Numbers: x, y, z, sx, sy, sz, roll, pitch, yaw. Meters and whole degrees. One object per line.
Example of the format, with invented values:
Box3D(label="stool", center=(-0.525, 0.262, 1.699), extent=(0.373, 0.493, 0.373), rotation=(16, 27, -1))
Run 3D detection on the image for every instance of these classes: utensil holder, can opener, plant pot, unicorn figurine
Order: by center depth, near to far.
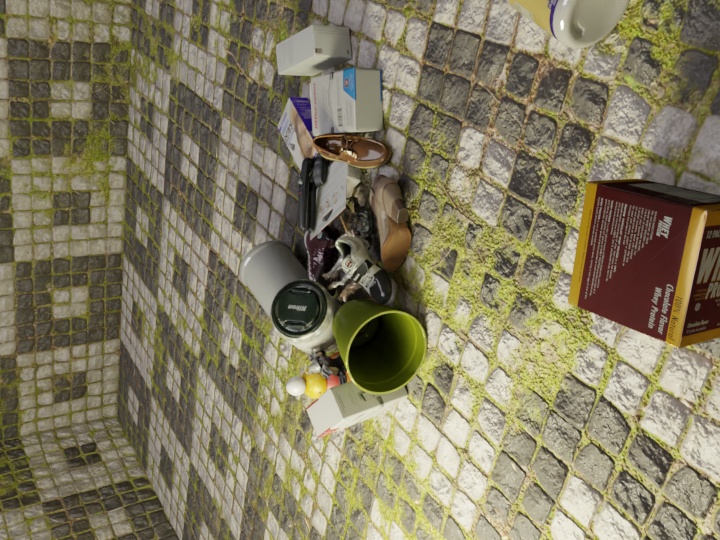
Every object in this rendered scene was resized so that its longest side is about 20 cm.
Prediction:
Box3D(label="plant pot", center=(0.025, 0.156, 1.716), extent=(0.193, 0.199, 0.202), rotation=(-141, 52, -62))
Box3D(label="unicorn figurine", center=(-0.034, -0.014, 1.829), extent=(0.137, 0.074, 0.200), rotation=(-43, 54, 11))
Box3D(label="can opener", center=(-0.134, -0.195, 1.867), extent=(0.079, 0.063, 0.201), rotation=(-15, 63, 61))
Box3D(label="utensil holder", center=(-0.224, 0.039, 2.066), extent=(0.200, 0.169, 0.171), rotation=(48, 133, 37))

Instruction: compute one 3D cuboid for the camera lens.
Box3D(label="camera lens", center=(-0.127, 0.121, 1.846), extent=(0.161, 0.159, 0.200), rotation=(66, -174, 24))

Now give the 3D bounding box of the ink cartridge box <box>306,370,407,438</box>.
Box3D(label="ink cartridge box", center=(-0.008, 0.316, 1.756), extent=(0.147, 0.199, 0.083), rotation=(-46, 64, 49))

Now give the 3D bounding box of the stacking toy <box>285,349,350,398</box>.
Box3D(label="stacking toy", center=(-0.106, 0.291, 1.904), extent=(0.146, 0.199, 0.147), rotation=(16, 110, 54))

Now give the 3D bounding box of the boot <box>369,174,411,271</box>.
Box3D(label="boot", center=(0.061, -0.119, 1.708), extent=(0.146, 0.070, 0.201), rotation=(-123, 36, -46))

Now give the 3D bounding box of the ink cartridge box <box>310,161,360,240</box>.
Box3D(label="ink cartridge box", center=(-0.063, -0.187, 1.841), extent=(0.200, 0.043, 0.175), rotation=(-37, 46, 53))

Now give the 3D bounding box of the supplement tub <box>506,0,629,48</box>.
Box3D(label="supplement tub", center=(0.318, -0.466, 1.174), extent=(0.200, 0.145, 0.146), rotation=(53, 136, 36))

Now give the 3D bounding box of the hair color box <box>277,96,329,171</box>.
Box3D(label="hair color box", center=(-0.148, -0.360, 1.969), extent=(0.201, 0.064, 0.110), rotation=(60, 140, 28))

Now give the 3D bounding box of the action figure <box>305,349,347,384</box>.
Box3D(label="action figure", center=(-0.048, 0.233, 1.805), extent=(0.130, 0.199, 0.070), rotation=(51, 136, 40))

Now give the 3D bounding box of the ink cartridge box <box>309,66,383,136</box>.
Box3D(label="ink cartridge box", center=(-0.036, -0.405, 1.771), extent=(0.200, 0.084, 0.147), rotation=(11, 105, 56))

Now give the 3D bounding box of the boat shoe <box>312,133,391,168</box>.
Box3D(label="boat shoe", center=(-0.025, -0.287, 1.733), extent=(0.199, 0.067, 0.073), rotation=(12, 90, 26))

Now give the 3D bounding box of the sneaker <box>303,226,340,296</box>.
Box3D(label="sneaker", center=(-0.090, -0.035, 1.935), extent=(0.115, 0.075, 0.201), rotation=(-33, 68, 50))

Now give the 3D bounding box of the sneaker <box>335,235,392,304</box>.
Box3D(label="sneaker", center=(0.000, 0.000, 1.709), extent=(0.074, 0.088, 0.200), rotation=(-56, 51, 31))

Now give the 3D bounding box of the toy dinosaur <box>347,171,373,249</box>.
Box3D(label="toy dinosaur", center=(0.003, -0.143, 1.803), extent=(0.088, 0.047, 0.201), rotation=(13, 104, 51))

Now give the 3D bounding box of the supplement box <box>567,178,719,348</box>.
Box3D(label="supplement box", center=(0.442, -0.019, 1.084), extent=(0.200, 0.132, 0.199), rotation=(26, 117, 52))

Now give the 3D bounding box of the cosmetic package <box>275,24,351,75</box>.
Box3D(label="cosmetic package", center=(-0.121, -0.554, 1.849), extent=(0.199, 0.112, 0.082), rotation=(-3, 94, 55))
